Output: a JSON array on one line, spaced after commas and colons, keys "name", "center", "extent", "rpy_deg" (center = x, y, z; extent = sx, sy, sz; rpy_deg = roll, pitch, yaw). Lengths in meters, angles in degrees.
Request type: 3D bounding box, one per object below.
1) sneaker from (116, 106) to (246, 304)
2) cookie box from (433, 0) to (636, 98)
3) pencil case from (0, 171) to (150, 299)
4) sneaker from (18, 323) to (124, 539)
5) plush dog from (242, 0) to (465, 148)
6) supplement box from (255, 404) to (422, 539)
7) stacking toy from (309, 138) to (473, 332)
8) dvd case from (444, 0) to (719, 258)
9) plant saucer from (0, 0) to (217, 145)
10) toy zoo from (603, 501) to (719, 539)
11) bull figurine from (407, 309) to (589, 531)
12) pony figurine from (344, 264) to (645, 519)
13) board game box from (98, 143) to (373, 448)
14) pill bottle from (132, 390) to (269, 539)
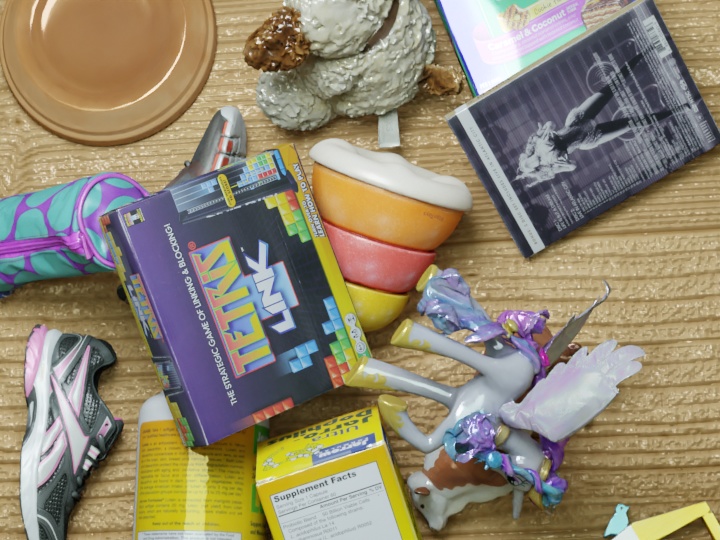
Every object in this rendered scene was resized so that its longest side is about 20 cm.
[{"name": "sneaker", "center": [-0.160, -0.054, 1.748], "extent": [0.081, 0.077, 0.201], "rpy_deg": [17, 80, 14]}, {"name": "cookie box", "center": [0.149, -0.247, 1.757], "extent": [0.170, 0.075, 0.201], "rpy_deg": [-22, 78, 0]}, {"name": "pencil case", "center": [-0.257, -0.029, 1.695], "extent": [0.092, 0.199, 0.086], "rpy_deg": [-30, 104, -42]}, {"name": "sneaker", "center": [-0.245, 0.147, 1.715], "extent": [0.086, 0.080, 0.202], "rpy_deg": [2, 84, -6]}, {"name": "plush dog", "center": [-0.006, -0.210, 1.696], "extent": [0.160, 0.172, 0.201], "rpy_deg": [28, 83, 33]}, {"name": "supplement box", "center": [-0.004, 0.228, 1.625], "extent": [0.108, 0.110, 0.201], "rpy_deg": [-17, 102, 1]}, {"name": "stacking toy", "center": [0.000, 0.000, 1.709], "extent": [0.145, 0.146, 0.201], "rpy_deg": [20, 97, 8]}, {"name": "dvd case", "center": [0.191, -0.120, 1.712], "extent": [0.199, 0.016, 0.149], "rpy_deg": [-31, 113, 2]}, {"name": "plant saucer", "center": [-0.229, -0.213, 1.803], "extent": [0.199, 0.037, 0.202], "rpy_deg": [-1, 78, 5]}, {"name": "toy zoo", "center": [0.262, 0.283, 1.670], "extent": [0.131, 0.020, 0.201], "rpy_deg": [-27, 78, -1]}, {"name": "bull figurine", "center": [0.123, 0.135, 1.691], "extent": [0.121, 0.065, 0.201], "rpy_deg": [24, 84, 5]}, {"name": "pony figurine", "center": [0.116, 0.086, 1.598], "extent": [0.199, 0.167, 0.193], "rpy_deg": [33, 108, -10]}, {"name": "board game box", "center": [-0.097, 0.019, 1.623], "extent": [0.165, 0.057, 0.201], "rpy_deg": [-23, 95, -27]}, {"name": "pill bottle", "center": [-0.132, 0.163, 1.682], "extent": [0.110, 0.111, 0.202], "rpy_deg": [1, 79, 5]}]
